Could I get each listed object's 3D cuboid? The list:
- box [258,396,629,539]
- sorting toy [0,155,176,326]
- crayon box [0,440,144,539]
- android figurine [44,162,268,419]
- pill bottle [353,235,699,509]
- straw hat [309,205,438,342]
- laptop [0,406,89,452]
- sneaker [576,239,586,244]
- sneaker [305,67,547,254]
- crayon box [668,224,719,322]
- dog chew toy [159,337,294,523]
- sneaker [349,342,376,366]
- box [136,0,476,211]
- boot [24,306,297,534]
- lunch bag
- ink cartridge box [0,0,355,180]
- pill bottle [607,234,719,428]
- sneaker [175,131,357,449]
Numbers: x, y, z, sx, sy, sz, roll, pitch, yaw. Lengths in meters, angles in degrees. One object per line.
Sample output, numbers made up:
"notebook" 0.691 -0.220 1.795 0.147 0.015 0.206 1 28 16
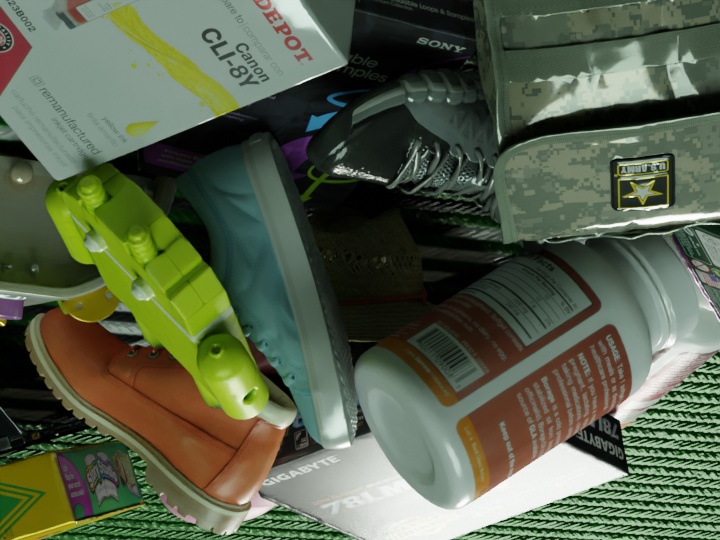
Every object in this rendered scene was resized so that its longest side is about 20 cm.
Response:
"box" 0.047 0.123 1.841 0.200 0.050 0.198 -22 150 28
"sorting toy" -0.243 -0.008 1.776 0.200 0.107 0.180 8 165 -20
"crayon box" -0.266 0.174 1.970 0.172 0.058 0.200 -16 177 9
"android figurine" -0.121 0.009 1.620 0.041 0.182 0.200 -40 154 -11
"pill bottle" 0.105 0.051 1.668 0.200 0.112 0.112 -31 154 -19
"straw hat" 0.000 0.000 1.801 0.200 0.085 0.201 1 -178 0
"laptop" -0.300 0.084 1.940 0.187 0.116 0.200 -17 178 36
"sneaker" 0.164 -0.073 1.731 0.082 0.075 0.200 26 134 -36
"sneaker" 0.067 -0.059 1.638 0.200 0.116 0.075 -15 158 -41
"crayon box" 0.273 -0.052 1.697 0.058 0.173 0.200 23 164 33
"dog chew toy" -0.092 0.126 1.976 0.124 0.125 0.200 8 154 -21
"sneaker" 0.054 0.064 1.911 0.106 0.075 0.200 -19 172 16
"box" -0.034 -0.112 1.674 0.143 0.036 0.200 11 143 -25
"boot" -0.129 0.070 1.794 0.107 0.200 0.075 -58 161 19
"lunch bag" 0.150 -0.111 1.544 0.164 0.118 0.201 -7 106 3
"ink cartridge box" -0.122 -0.154 1.520 0.200 0.084 0.145 -20 130 22
"pill bottle" 0.197 0.023 1.859 0.109 0.110 0.200 13 144 -27
"sneaker" -0.060 0.020 1.677 0.082 0.200 0.074 -18 173 9
